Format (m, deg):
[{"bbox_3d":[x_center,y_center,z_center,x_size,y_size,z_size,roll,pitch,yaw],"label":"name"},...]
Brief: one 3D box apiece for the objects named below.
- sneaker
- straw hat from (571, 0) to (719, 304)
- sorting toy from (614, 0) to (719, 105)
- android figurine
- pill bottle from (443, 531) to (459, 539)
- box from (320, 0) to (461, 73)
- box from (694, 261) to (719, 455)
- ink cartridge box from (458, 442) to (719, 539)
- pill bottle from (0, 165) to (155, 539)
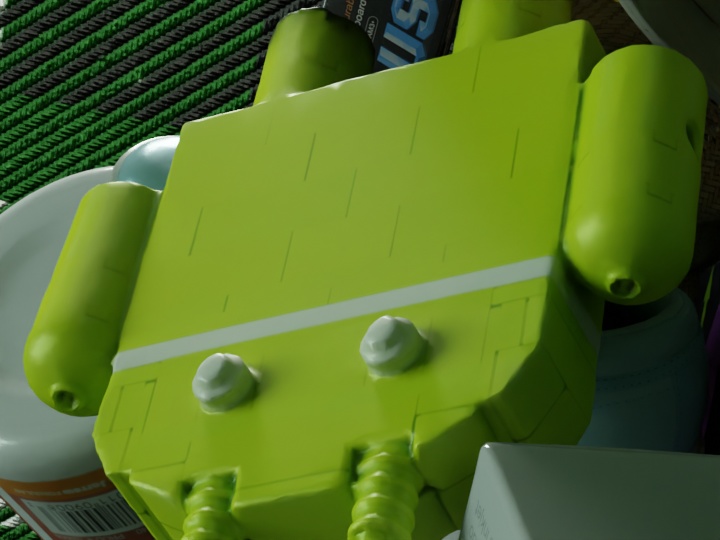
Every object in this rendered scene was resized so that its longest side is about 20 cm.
[{"bbox_3d":[0.014,-0.008,0.765,0.074,0.200,0.082,-43,-31,-44],"label":"sneaker"},{"bbox_3d":[0.093,-0.033,0.876,0.201,0.085,0.201,-45,-12,-12],"label":"straw hat"},{"bbox_3d":[0.139,-0.142,0.662,0.180,0.107,0.200,-59,-2,-13],"label":"sorting toy"},{"bbox_3d":[0.000,0.000,0.682,0.041,0.182,0.200,59,-148,-36],"label":"android figurine"},{"bbox_3d":[0.068,0.022,1.074,0.110,0.109,0.201,128,153,-85],"label":"pill bottle"},{"bbox_3d":[0.017,-0.111,0.961,0.199,0.050,0.200,-69,-6,-69],"label":"box"},{"bbox_3d":[0.104,0.093,0.759,0.143,0.036,0.201,120,160,-83],"label":"box"},{"bbox_3d":[0.058,0.160,0.596,0.145,0.083,0.200,-113,31,-58],"label":"ink cartridge box"},{"bbox_3d":[-0.052,0.064,0.903,0.200,0.112,0.112,55,-143,-48],"label":"pill bottle"}]
